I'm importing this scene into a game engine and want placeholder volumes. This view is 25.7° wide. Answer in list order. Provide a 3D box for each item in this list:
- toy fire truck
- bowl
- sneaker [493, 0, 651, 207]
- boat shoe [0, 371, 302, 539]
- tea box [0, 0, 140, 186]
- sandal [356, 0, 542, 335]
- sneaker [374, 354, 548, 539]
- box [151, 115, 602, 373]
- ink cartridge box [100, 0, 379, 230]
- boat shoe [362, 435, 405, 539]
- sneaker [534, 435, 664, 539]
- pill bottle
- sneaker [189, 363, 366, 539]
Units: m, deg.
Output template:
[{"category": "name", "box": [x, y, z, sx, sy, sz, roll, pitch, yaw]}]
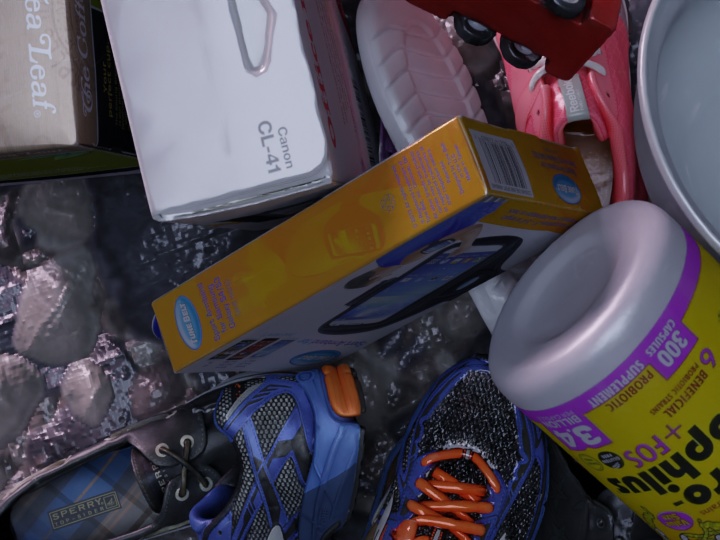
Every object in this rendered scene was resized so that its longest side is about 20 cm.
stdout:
[{"category": "toy fire truck", "box": [0.079, -0.167, 0.735, 0.198, 0.049, 0.142, 25, 56, -12]}, {"category": "bowl", "box": [0.207, -0.059, 0.741, 0.198, 0.090, 0.204, 4, 71, -13]}, {"category": "sneaker", "box": [0.107, -0.093, 0.774, 0.073, 0.087, 0.203, -14, 88, 7]}, {"category": "boat shoe", "box": [-0.102, 0.108, 0.819, 0.198, 0.057, 0.069, -24, 87, 8]}, {"category": "tea box", "box": [-0.171, -0.147, 0.759, 0.132, 0.197, 0.203, -4, 89, 8]}, {"category": "sandal", "box": [0.038, -0.045, 0.796, 0.049, 0.082, 0.205, -26, 85, 34]}, {"category": "sneaker", "box": [0.035, 0.137, 0.710, 0.074, 0.078, 0.203, 16, 87, 9]}, {"category": "box", "box": [0.000, 0.000, 0.715, 0.199, 0.119, 0.042, -32, 71, 28]}, {"category": "ink cartridge box", "box": [-0.051, -0.099, 0.739, 0.084, 0.200, 0.150, -14, 88, 9]}, {"category": "boat shoe", "box": [0.014, 0.178, 0.795, 0.071, 0.072, 0.203, 10, 92, 8]}, {"category": "sneaker", "box": [0.120, 0.144, 0.752, 0.200, 0.059, 0.105, 45, 124, 38]}, {"category": "pill bottle", "box": [0.156, 0.069, 0.692, 0.200, 0.104, 0.104, 41, 96, -18]}, {"category": "sneaker", "box": [-0.048, 0.137, 0.785, 0.077, 0.075, 0.203, 7, 105, -7]}]
